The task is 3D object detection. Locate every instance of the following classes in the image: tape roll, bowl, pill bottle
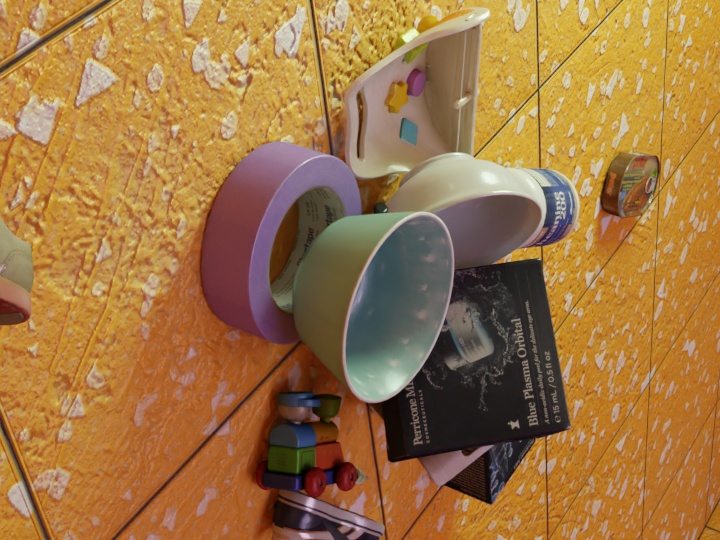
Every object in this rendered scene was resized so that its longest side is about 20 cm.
[{"bbox_3d":[-0.079,-0.029,1.290,0.200,0.065,0.203,-36,135,-47],"label":"tape roll"},{"bbox_3d":[0.101,-0.070,1.411,0.201,0.199,0.092,30,37,-60],"label":"bowl"},{"bbox_3d":[0.002,0.024,1.282,0.200,0.104,0.204,-35,134,-45],"label":"bowl"},{"bbox_3d":[0.221,-0.086,1.722,0.199,0.110,0.113,-7,112,-58],"label":"pill bottle"}]

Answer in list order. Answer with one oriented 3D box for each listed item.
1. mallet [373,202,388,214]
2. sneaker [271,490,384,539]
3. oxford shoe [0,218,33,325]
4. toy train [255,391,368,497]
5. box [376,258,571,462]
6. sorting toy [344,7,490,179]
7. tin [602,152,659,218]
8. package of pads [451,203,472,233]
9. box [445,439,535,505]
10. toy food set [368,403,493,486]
[{"bbox_3d":[0.000,0.000,1.402,0.066,0.040,0.202,-87,-168,-56],"label":"mallet"},{"bbox_3d":[-0.046,0.325,1.528,0.199,0.078,0.081,31,75,-49],"label":"sneaker"},{"bbox_3d":[-0.314,-0.029,0.909,0.200,0.070,0.075,51,37,-56],"label":"oxford shoe"},{"bbox_3d":[-0.041,0.200,1.474,0.199,0.083,0.118,5,88,-60],"label":"toy train"},{"bbox_3d":[0.119,0.104,1.419,0.117,0.197,0.200,128,-47,-77],"label":"box"},{"bbox_3d":[0.050,-0.189,1.400,0.179,0.106,0.202,-31,137,-36],"label":"sorting toy"},{"bbox_3d":[0.484,-0.155,2.209,0.199,0.041,0.114,-9,117,-58],"label":"tin"},{"bbox_3d":[0.125,-0.041,1.571,0.074,0.121,0.203,-5,118,-14],"label":"package of pads"},{"bbox_3d":[0.179,0.212,1.817,0.149,0.106,0.202,-46,142,-38],"label":"box"},{"bbox_3d":[0.107,0.176,1.555,0.143,0.200,0.061,-36,121,-8],"label":"toy food set"}]
